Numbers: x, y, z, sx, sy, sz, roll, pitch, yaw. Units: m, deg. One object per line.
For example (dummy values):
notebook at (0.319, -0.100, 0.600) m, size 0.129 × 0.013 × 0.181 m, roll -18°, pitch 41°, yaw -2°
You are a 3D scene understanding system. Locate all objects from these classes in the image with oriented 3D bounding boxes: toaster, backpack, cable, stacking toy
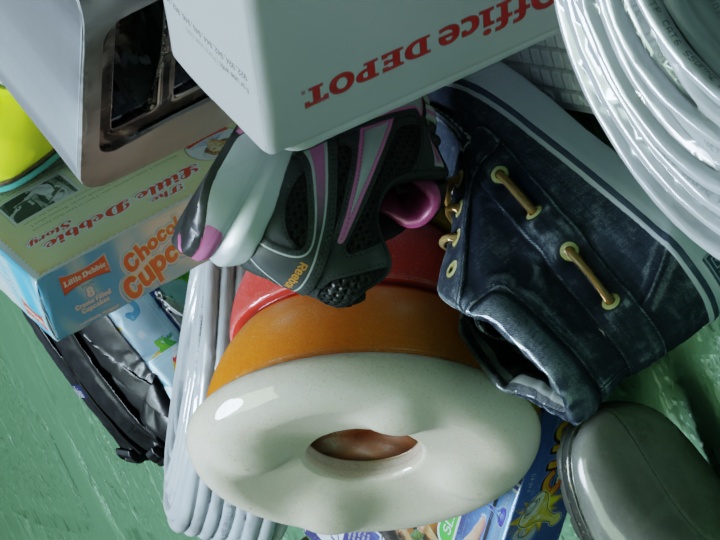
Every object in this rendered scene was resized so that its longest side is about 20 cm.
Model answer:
toaster at (-0.079, -0.146, 1.040) m, size 0.119 × 0.181 × 0.200 m, roll 54°, pitch 158°, yaw 19°
backpack at (-0.147, 0.002, 1.492) m, size 0.200 × 0.154 × 0.163 m, roll 43°, pitch 165°, yaw -9°
cable at (-0.056, 0.042, 1.243) m, size 0.200 × 0.069 × 0.200 m, roll 130°, pitch 148°, yaw -77°
cable at (0.126, -0.093, 0.759) m, size 0.200 × 0.069 × 0.200 m, roll 65°, pitch 161°, yaw -6°
stacking toy at (0.000, 0.000, 1.053) m, size 0.146 × 0.146 × 0.200 m, roll 99°, pitch 171°, yaw -59°

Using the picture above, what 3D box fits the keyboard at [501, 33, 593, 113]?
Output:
keyboard at (0.073, -0.092, 0.982) m, size 0.200 × 0.011 × 0.056 m, roll 19°, pitch 133°, yaw 63°

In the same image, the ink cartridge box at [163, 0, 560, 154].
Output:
ink cartridge box at (-0.001, -0.162, 0.869) m, size 0.084 × 0.145 × 0.200 m, roll 45°, pitch 152°, yaw 42°

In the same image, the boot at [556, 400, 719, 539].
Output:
boot at (0.168, 0.130, 0.972) m, size 0.200 × 0.068 × 0.131 m, roll 58°, pitch 154°, yaw -4°

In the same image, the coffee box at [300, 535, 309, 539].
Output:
coffee box at (0.055, 0.222, 1.326) m, size 0.114 × 0.080 × 0.200 m, roll 8°, pitch 123°, yaw 66°

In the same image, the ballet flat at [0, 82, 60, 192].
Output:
ballet flat at (-0.126, -0.124, 1.161) m, size 0.067 × 0.200 × 0.067 m, roll 19°, pitch 146°, yaw 44°

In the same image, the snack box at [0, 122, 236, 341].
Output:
snack box at (-0.084, -0.047, 1.151) m, size 0.116 × 0.200 × 0.037 m, roll 36°, pitch 149°, yaw 52°

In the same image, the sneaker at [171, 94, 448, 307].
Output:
sneaker at (-0.002, -0.054, 0.979) m, size 0.086 × 0.200 × 0.080 m, roll 32°, pitch 138°, yaw -5°

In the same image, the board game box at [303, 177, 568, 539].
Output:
board game box at (0.043, 0.069, 1.104) m, size 0.135 × 0.034 × 0.200 m, roll 42°, pitch 126°, yaw 44°

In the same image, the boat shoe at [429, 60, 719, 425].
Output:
boat shoe at (0.056, -0.018, 0.981) m, size 0.200 × 0.091 × 0.071 m, roll 39°, pitch 163°, yaw 48°
